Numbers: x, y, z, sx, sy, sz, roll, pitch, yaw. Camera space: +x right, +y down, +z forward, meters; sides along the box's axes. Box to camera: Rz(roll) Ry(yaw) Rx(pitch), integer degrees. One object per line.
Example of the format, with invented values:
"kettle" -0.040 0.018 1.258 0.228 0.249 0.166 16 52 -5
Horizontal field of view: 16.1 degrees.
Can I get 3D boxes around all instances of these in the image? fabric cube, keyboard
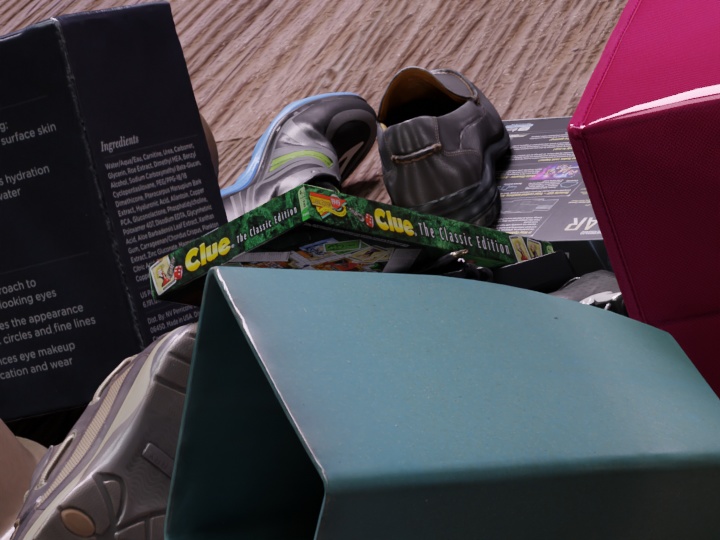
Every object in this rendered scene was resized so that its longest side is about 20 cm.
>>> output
"fabric cube" 0.229 -0.034 1.122 0.199 0.200 0.196 -12 24 22
"keyboard" 0.014 0.029 1.291 0.200 0.021 0.127 -18 -21 9

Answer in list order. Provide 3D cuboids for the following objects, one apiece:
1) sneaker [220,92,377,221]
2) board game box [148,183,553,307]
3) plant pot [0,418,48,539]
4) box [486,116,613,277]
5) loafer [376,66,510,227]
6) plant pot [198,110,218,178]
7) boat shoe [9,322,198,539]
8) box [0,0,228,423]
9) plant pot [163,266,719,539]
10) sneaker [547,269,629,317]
"sneaker" -0.036 -0.041 1.531 0.083 0.071 0.200 9 34 24
"board game box" 0.000 0.000 1.265 0.105 0.023 0.200 -29 -25 32
"plant pot" -0.256 0.093 1.242 0.200 0.175 0.200 -17 22 7
"box" 0.118 -0.035 1.410 0.200 0.044 0.160 -2 28 36
"loafer" 0.042 -0.083 1.428 0.073 0.072 0.200 -18 21 5
"plant pot" -0.187 -0.038 1.508 0.201 0.201 0.093 -10 52 20
"boat shoe" -0.120 0.114 1.198 0.073 0.074 0.200 -12 37 56
"box" -0.183 -0.023 1.366 0.197 0.200 0.117 -13 5 30
"plant pot" 0.044 0.088 1.008 0.200 0.141 0.141 -4 35 -22
"sneaker" 0.086 0.041 1.241 0.200 0.067 0.090 -12 7 35
